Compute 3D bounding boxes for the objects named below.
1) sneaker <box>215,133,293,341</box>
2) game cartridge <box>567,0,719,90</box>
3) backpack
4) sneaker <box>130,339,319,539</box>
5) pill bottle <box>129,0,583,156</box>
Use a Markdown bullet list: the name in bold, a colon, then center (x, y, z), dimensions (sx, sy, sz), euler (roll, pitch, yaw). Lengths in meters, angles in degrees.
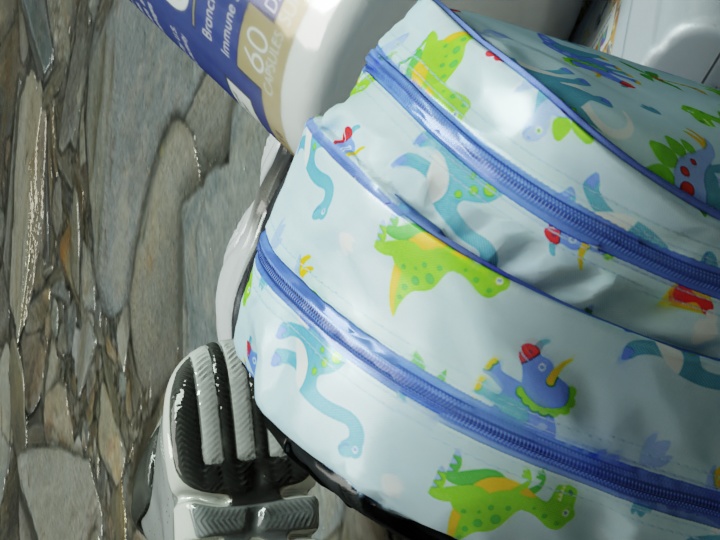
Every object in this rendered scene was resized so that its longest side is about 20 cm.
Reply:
- **sneaker**: center (0.000, 0.000, 1.012), dimensions (0.114, 0.075, 0.201), euler (-118, 37, -57)
- **game cartridge**: center (0.073, -0.042, 0.802), dimensions (0.134, 0.041, 0.200), euler (-81, 14, -45)
- **backpack**: center (0.067, 0.017, 0.651), dimensions (0.163, 0.199, 0.155), euler (-121, 38, -56)
- **sneaker**: center (-0.050, 0.131, 1.041), dimensions (0.115, 0.075, 0.201), euler (152, 118, -73)
- **pill bottle**: center (-0.033, -0.123, 0.832), dimensions (0.200, 0.111, 0.111), euler (43, 134, 31)
